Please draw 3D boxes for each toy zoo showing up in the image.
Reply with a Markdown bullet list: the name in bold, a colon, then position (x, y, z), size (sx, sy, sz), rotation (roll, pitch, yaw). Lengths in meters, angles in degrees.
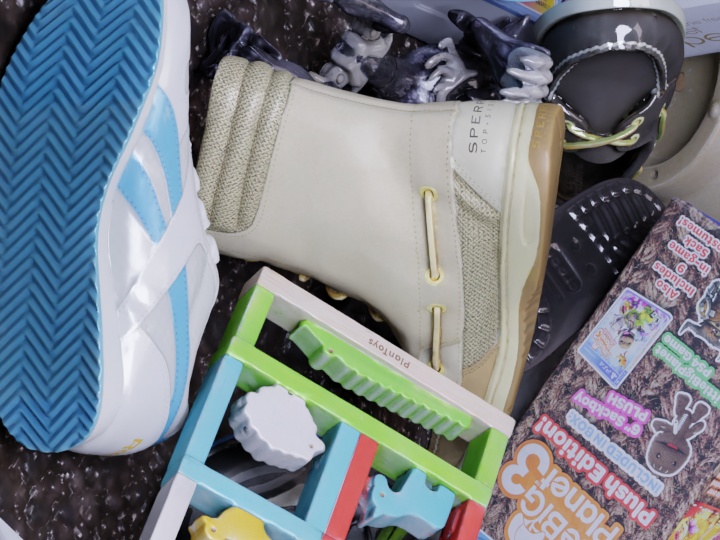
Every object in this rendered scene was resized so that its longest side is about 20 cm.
- **toy zoo**: position (-0.020, 0.109, 1.138), size (0.131, 0.020, 0.200), rotation (31, 52, -15)

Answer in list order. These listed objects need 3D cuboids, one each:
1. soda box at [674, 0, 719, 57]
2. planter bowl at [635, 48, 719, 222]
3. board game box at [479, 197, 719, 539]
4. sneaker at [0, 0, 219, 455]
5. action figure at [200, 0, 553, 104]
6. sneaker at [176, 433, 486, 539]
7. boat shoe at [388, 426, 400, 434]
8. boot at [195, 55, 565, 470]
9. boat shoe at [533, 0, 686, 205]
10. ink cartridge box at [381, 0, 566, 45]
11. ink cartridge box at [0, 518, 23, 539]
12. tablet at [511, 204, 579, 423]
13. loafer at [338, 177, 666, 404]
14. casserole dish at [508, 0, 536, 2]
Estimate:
- **soda box**: position (0.155, -0.145, 1.390), size (0.064, 0.200, 0.068), rotation (19, 71, -44)
- **planter bowl**: position (0.202, -0.086, 1.478), size (0.135, 0.200, 0.201), rotation (11, 77, -33)
- **board game box**: position (0.158, 0.088, 1.366), size (0.200, 0.097, 0.159), rotation (-55, 149, 6)
- **sneaker**: position (-0.098, -0.026, 1.147), size (0.081, 0.076, 0.201), rotation (10, 86, -57)
- **action figure**: position (0.021, -0.074, 1.277), size (0.200, 0.102, 0.119), rotation (26, 109, -46)
- **sneaker**: position (0.009, 0.129, 1.214), size (0.199, 0.083, 0.071), rotation (28, 100, -14)
- **boat shoe**: position (0.031, 0.158, 1.307), size (0.066, 0.074, 0.200), rotation (-97, 162, -70)
- **boot**: position (0.000, 0.000, 1.218), size (0.073, 0.155, 0.200), rotation (-76, 174, -45)
- **boat shoe**: position (0.115, -0.079, 1.354), size (0.201, 0.072, 0.061), rotation (91, 0, -77)
- **ink cartridge box**: position (0.051, -0.214, 1.365), size (0.136, 0.076, 0.201), rotation (19, 70, -52)
- **ink cartridge box**: position (-0.091, 0.205, 1.054), size (0.087, 0.145, 0.200), rotation (-41, 127, -1)
- **tablet**: position (0.087, 0.031, 1.439), size (0.130, 0.014, 0.200), rotation (31, 62, -48)
- **loafer**: position (0.065, 0.021, 1.351), size (0.200, 0.071, 0.073), rotation (-20, 76, -32)
- **casserole dish**: position (0.062, -0.175, 1.224), size (0.200, 0.121, 0.039), rotation (16, 51, -47)
